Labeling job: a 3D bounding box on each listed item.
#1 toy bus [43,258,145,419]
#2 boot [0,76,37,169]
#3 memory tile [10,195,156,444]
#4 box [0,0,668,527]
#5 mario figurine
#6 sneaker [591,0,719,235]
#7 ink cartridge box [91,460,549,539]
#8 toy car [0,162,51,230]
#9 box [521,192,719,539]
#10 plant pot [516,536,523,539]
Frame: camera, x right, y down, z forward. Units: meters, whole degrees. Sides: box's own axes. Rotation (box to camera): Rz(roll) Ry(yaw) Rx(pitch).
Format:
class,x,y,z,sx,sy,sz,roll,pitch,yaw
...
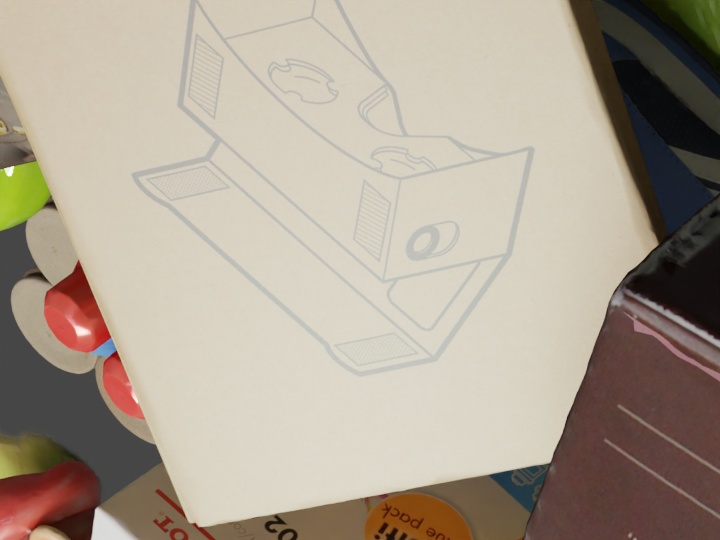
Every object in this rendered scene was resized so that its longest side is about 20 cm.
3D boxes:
class,x,y,z,sx,sy,sz,roll,pitch,yaw
toy bus,0.000,0.000,0.854,0.200,0.192,0.136,45,148,4
boot,-0.106,-0.134,0.836,0.186,0.200,0.064,19,163,32
memory tile,-0.073,0.007,1.090,0.153,0.017,0.200,38,143,12
box,-0.007,-0.030,0.729,0.163,0.021,0.200,-12,114,22
mario figurine,-0.115,0.174,1.209,0.200,0.106,0.124,36,137,10
sneaker,0.101,0.000,0.775,0.200,0.082,0.074,37,156,14
ink cartridge box,-0.018,0.109,0.964,0.115,0.200,0.068,40,143,22
toy car,-0.197,-0.092,0.999,0.175,0.150,0.200,-25,96,52
box,0.137,0.086,0.647,0.164,0.166,0.200,32,129,20
plant pot,0.097,0.189,0.894,0.183,0.200,0.200,46,147,30
